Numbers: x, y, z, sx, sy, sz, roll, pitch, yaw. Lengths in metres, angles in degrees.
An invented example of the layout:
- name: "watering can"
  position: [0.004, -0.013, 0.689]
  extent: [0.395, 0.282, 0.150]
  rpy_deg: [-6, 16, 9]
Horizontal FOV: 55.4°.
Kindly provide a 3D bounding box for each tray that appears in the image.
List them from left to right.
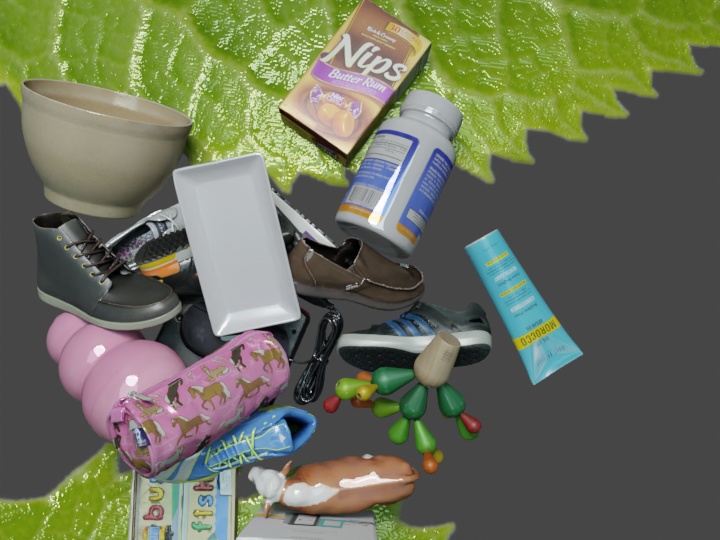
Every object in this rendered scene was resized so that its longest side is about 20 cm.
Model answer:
- name: "tray"
  position: [-0.141, -0.029, 0.795]
  extent: [0.107, 0.022, 0.201]
  rpy_deg: [-11, 103, 3]

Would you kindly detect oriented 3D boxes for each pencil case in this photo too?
- name: "pencil case"
  position: [-0.168, 0.138, 0.745]
  extent: [0.083, 0.087, 0.200]
  rpy_deg: [42, 45, 22]

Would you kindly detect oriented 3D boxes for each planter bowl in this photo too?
- name: "planter bowl"
  position: [-0.324, -0.146, 0.859]
  extent: [0.199, 0.200, 0.135]
  rpy_deg: [18, 108, 2]

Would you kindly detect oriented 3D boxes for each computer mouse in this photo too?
- name: "computer mouse"
  position: [-0.121, 0.071, 0.845]
  extent: [0.199, 0.046, 0.141]
  rpy_deg: [25, 94, 2]

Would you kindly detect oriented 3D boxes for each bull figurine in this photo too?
- name: "bull figurine"
  position: [-0.031, 0.254, 0.818]
  extent: [0.199, 0.121, 0.065]
  rpy_deg: [-1, 80, -2]

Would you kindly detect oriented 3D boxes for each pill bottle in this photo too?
- name: "pill bottle"
  position: [0.057, -0.127, 0.890]
  extent: [0.112, 0.112, 0.201]
  rpy_deg: [26, 80, 3]

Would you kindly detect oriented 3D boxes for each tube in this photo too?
- name: "tube"
  position: [0.208, 0.044, 0.902]
  extent: [0.077, 0.050, 0.200]
  rpy_deg: [-31, 88, 1]

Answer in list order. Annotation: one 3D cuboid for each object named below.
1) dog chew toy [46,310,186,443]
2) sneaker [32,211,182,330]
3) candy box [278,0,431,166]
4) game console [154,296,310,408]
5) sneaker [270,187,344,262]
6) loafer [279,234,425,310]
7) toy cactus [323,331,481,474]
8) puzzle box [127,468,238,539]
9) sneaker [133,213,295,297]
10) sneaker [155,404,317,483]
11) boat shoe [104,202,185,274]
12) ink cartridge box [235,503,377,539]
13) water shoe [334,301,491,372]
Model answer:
- name: "dog chew toy"
  position: [-0.296, 0.115, 0.813]
  extent: [0.200, 0.125, 0.125]
  rpy_deg: [35, 81, 22]
- name: "sneaker"
  position: [-0.303, -0.001, 0.796]
  extent: [0.199, 0.075, 0.107]
  rpy_deg: [11, 120, 18]
- name: "candy box"
  position: [-0.007, -0.259, 0.940]
  extent: [0.116, 0.056, 0.200]
  rpy_deg: [35, 80, 5]
- name: "game console"
  position: [-0.181, 0.112, 0.889]
  extent: [0.176, 0.031, 0.201]
  rpy_deg: [24, 81, 0]
- name: "sneaker"
  position: [-0.120, -0.054, 0.895]
  extent: [0.200, 0.076, 0.088]
  rpy_deg: [42, 88, 5]
- name: "loafer"
  position: [0.000, 0.000, 0.852]
  extent: [0.199, 0.073, 0.071]
  rpy_deg: [5, 121, -29]
- name: "toy cactus"
  position: [0.069, 0.152, 0.833]
  extent: [0.199, 0.102, 0.165]
  rpy_deg: [24, 113, -4]
- name: "puzzle box"
  position: [-0.220, 0.333, 0.849]
  extent: [0.132, 0.025, 0.201]
  rpy_deg: [-1, 81, -1]
- name: "sneaker"
  position: [-0.173, -0.012, 0.858]
  extent: [0.199, 0.070, 0.090]
  rpy_deg: [-13, 124, 0]
- name: "sneaker"
  position: [-0.138, 0.191, 0.790]
  extent: [0.199, 0.105, 0.076]
  rpy_deg: [-11, 80, -37]
- name: "boat shoe"
  position: [-0.259, -0.046, 0.890]
  extent: [0.199, 0.069, 0.072]
  rpy_deg: [-26, 82, -5]
- name: "ink cartridge box"
  position: [-0.057, 0.354, 0.761]
  extent: [0.145, 0.200, 0.147]
  rpy_deg: [4, 80, 1]
- name: "water shoe"
  position: [0.067, 0.084, 0.888]
  extent: [0.199, 0.072, 0.079]
  rpy_deg: [-1, 51, 2]
